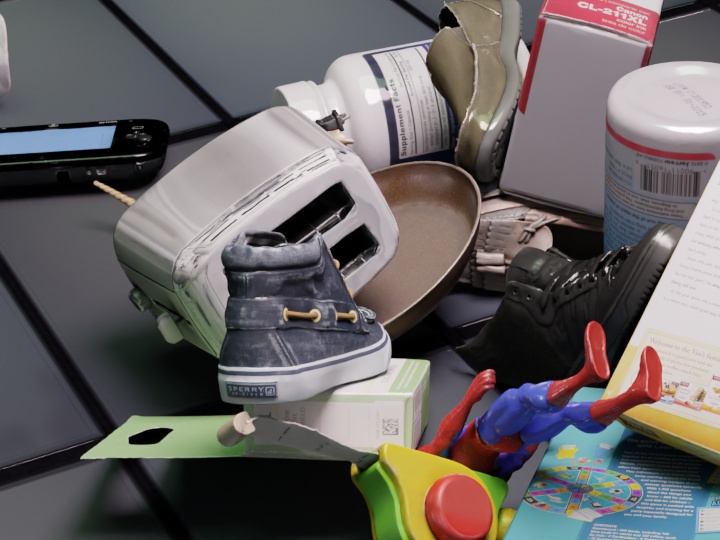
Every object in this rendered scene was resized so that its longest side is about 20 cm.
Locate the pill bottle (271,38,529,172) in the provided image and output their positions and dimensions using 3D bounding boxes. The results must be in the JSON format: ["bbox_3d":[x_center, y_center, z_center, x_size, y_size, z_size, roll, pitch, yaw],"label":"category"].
[{"bbox_3d":[0.035,-0.122,1.517,0.198,0.112,0.111,-12,31,-15],"label":"pill bottle"}]

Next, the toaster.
[{"bbox_3d":[-0.061,-0.025,1.277,0.199,0.114,0.129,-36,29,-11],"label":"toaster"}]

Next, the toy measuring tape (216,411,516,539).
[{"bbox_3d":[0.010,0.135,1.078,0.198,0.074,0.074,18,21,-25],"label":"toy measuring tape"}]

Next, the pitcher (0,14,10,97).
[{"bbox_3d":[-0.430,-0.183,1.685,0.198,0.123,0.171,-10,8,-32],"label":"pitcher"}]

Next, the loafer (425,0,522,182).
[{"bbox_3d":[0.079,-0.136,1.408,0.069,0.076,0.201,10,36,-1],"label":"loafer"}]

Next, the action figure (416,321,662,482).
[{"bbox_3d":[0.089,0.088,1.105,0.065,0.200,0.052,18,53,-30],"label":"action figure"}]

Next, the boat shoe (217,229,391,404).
[{"bbox_3d":[-0.028,0.019,1.131,0.070,0.092,0.200,2,6,16],"label":"boat shoe"}]

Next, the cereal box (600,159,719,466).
[{"bbox_3d":[0.240,0.017,1.088,0.143,0.039,0.201,21,78,41],"label":"cereal box"}]

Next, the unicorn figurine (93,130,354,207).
[{"bbox_3d":[-0.096,-0.048,1.423,0.198,0.075,0.137,-17,14,-1],"label":"unicorn figurine"}]

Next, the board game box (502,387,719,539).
[{"bbox_3d":[0.171,0.142,1.095,0.149,0.047,0.200,2,29,23],"label":"board game box"}]

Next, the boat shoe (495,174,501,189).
[{"bbox_3d":[0.202,-0.086,1.481,0.198,0.068,0.072,-5,30,-3],"label":"boat shoe"}]

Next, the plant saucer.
[{"bbox_3d":[0.000,0.000,1.329,0.199,0.032,0.201,-23,32,15],"label":"plant saucer"}]

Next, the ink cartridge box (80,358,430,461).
[{"bbox_3d":[-0.060,0.084,1.184,0.198,0.049,0.146,2,6,6],"label":"ink cartridge box"}]

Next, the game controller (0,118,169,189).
[{"bbox_3d":[-0.256,-0.099,1.576,0.198,0.043,0.105,-3,30,-1],"label":"game controller"}]

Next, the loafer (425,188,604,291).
[{"bbox_3d":[0.142,-0.018,1.374,0.198,0.072,0.063,-5,36,-9],"label":"loafer"}]

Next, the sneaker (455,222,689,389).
[{"bbox_3d":[0.133,0.018,1.215,0.104,0.201,0.060,42,52,19],"label":"sneaker"}]

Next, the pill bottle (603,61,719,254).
[{"bbox_3d":[0.211,-0.024,1.239,0.107,0.202,0.109,-2,30,1],"label":"pill bottle"}]

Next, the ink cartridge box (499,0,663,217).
[{"bbox_3d":[0.169,-0.158,1.388,0.082,0.147,0.201,15,36,6],"label":"ink cartridge box"}]
